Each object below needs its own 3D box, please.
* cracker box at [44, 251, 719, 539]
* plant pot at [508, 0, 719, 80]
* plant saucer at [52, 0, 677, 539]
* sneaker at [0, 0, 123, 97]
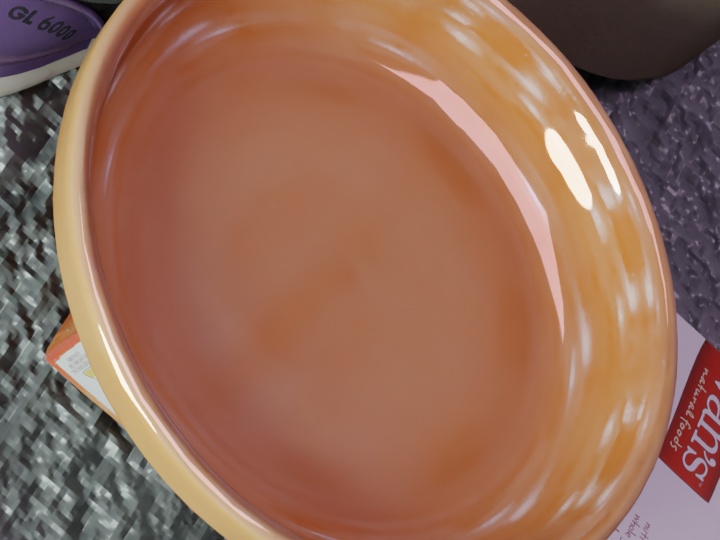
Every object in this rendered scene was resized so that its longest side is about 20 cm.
[{"bbox_3d":[0.021,0.034,0.880,0.200,0.058,0.134,42,50,-14],"label":"cracker box"},{"bbox_3d":[0.133,-0.188,0.959,0.187,0.200,0.188,24,53,-36],"label":"plant pot"},{"bbox_3d":[0.000,0.000,0.818,0.199,0.037,0.201,15,62,-29],"label":"plant saucer"},{"bbox_3d":[-0.048,-0.110,0.877,0.200,0.087,0.076,-31,88,-42],"label":"sneaker"}]
